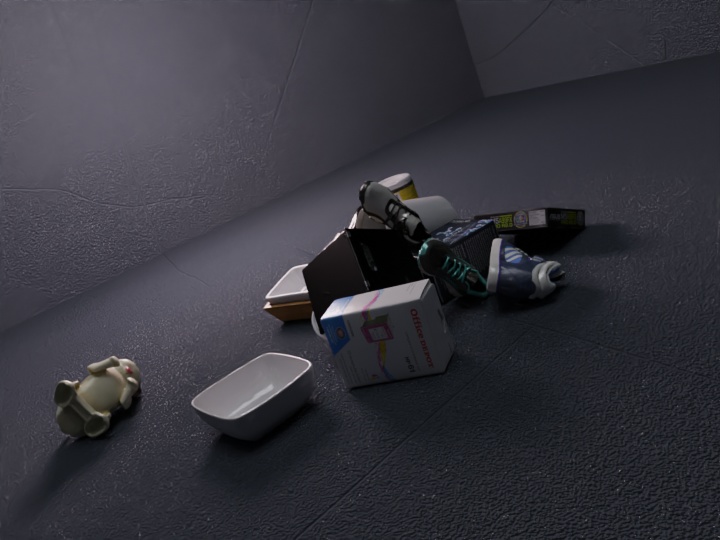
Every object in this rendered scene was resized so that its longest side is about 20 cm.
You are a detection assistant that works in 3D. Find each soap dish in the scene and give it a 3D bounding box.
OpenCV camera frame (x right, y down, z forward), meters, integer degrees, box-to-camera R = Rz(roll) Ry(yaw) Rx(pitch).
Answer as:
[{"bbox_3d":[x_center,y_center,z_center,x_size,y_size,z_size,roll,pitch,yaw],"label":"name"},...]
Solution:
[{"bbox_3d":[-0.120,0.051,1.798,0.198,0.082,0.158,-8,30,37],"label":"soap dish"}]

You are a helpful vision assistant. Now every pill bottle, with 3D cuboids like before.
[{"bbox_3d":[0.112,-0.144,1.938,0.110,0.202,0.111,-19,16,6],"label":"pill bottle"}]

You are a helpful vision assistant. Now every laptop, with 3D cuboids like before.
[{"bbox_3d":[0.004,0.018,1.466,0.197,0.117,0.188,-1,42,-20],"label":"laptop"}]

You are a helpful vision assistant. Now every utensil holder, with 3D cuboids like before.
[{"bbox_3d":[0.113,-0.085,1.755,0.198,0.173,0.169,-12,11,-28],"label":"utensil holder"}]

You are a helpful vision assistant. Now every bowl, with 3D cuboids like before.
[{"bbox_3d":[-0.187,0.236,1.342,0.199,0.075,0.199,-32,19,-32],"label":"bowl"}]

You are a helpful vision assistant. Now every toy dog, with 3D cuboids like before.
[{"bbox_3d":[-0.567,0.277,1.635,0.195,0.139,0.200,-55,-4,35],"label":"toy dog"}]

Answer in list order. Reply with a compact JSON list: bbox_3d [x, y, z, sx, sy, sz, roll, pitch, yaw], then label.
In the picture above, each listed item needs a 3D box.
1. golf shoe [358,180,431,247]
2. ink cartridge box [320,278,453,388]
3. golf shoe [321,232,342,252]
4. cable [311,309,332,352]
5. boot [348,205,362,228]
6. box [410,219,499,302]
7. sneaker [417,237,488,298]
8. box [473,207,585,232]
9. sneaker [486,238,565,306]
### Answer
[{"bbox_3d":[0.080,-0.121,1.554,0.094,0.200,0.078,10,66,51],"label":"golf shoe"},{"bbox_3d":[0.049,0.114,1.301,0.198,0.146,0.085,-14,17,23],"label":"ink cartridge box"},{"bbox_3d":[-0.049,-0.030,1.700,0.091,0.076,0.200,-38,10,0],"label":"golf shoe"},{"bbox_3d":[0.004,0.085,1.466,0.197,0.070,0.202,0,50,24],"label":"cable"},{"bbox_3d":[-0.038,-0.083,1.901,0.130,0.068,0.201,-33,21,32],"label":"boot"},{"bbox_3d":[0.196,-0.026,1.626,0.199,0.108,0.148,-29,17,-26],"label":"box"},{"bbox_3d":[0.192,-0.001,1.456,0.091,0.199,0.078,18,80,46],"label":"sneaker"},{"bbox_3d":[0.381,-0.110,1.663,0.159,0.045,0.199,-3,0,-43],"label":"box"},{"bbox_3d":[0.324,0.000,1.433,0.144,0.082,0.200,8,21,10],"label":"sneaker"}]
